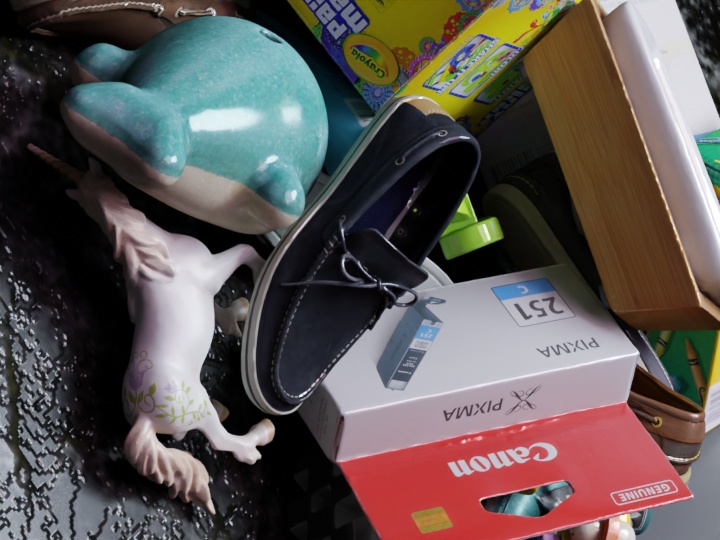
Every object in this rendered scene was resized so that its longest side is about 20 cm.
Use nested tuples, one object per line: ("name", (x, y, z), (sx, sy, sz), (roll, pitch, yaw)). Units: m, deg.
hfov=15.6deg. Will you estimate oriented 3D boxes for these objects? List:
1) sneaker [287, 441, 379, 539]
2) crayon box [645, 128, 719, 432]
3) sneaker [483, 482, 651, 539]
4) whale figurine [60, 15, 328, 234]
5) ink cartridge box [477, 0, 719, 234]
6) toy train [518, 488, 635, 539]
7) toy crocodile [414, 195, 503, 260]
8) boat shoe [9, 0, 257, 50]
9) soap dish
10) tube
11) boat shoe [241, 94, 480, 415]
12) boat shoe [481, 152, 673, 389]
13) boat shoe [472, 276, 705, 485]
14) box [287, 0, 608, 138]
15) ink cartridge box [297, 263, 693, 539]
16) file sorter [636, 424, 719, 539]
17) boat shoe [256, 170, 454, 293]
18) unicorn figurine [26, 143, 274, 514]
("sneaker", (0.006, 0.198, 1.506), (0.088, 0.074, 0.201), (31, 50, -34))
("crayon box", (0.255, -0.002, 1.776), (0.118, 0.058, 0.201), (-26, 133, -42))
("sneaker", (0.144, 0.141, 1.682), (0.080, 0.072, 0.200), (27, 30, 22))
("whale figurine", (-0.088, -0.088, 1.449), (0.159, 0.104, 0.200), (36, 11, 15))
("ink cartridge box", (0.151, -0.126, 1.808), (0.125, 0.128, 0.201), (-13, 82, -52))
("toy train", (0.097, 0.147, 1.578), (0.149, 0.056, 0.201), (-9, 74, -23))
("toy crocodile", (0.050, -0.041, 1.652), (0.200, 0.061, 0.068), (-31, 100, -87))
("boat shoe", (-0.121, -0.148, 1.538), (0.202, 0.074, 0.075), (-17, 90, -53))
("soap dish", (0.170, -0.058, 1.629), (0.157, 0.081, 0.201), (24, 46, -76))
("tube", (-0.016, -0.101, 1.601), (0.077, 0.050, 0.200), (45, 8, -32))
("boat shoe", (0.000, -0.006, 1.472), (0.075, 0.062, 0.201), (41, 79, -45))
("boat shoe", (0.158, 0.012, 1.728), (0.063, 0.073, 0.201), (-42, 106, -24))
("boat shoe", (0.143, 0.061, 1.681), (0.200, 0.068, 0.072), (41, 32, 27))
("box", (0.026, -0.201, 1.612), (0.200, 0.122, 0.192), (53, 16, 15))
("ink cartridge box", (0.073, 0.079, 1.530), (0.199, 0.045, 0.176), (-11, 42, -24))
("file sorter", (0.252, 0.206, 1.752), (0.125, 0.138, 0.200), (54, 39, -21))
("boat shoe", (0.000, 0.000, 1.609), (0.200, 0.076, 0.060), (52, -5, -27))
("unicorn figurine", (-0.104, 0.024, 1.465), (0.137, 0.074, 0.201), (21, 53, -48))
